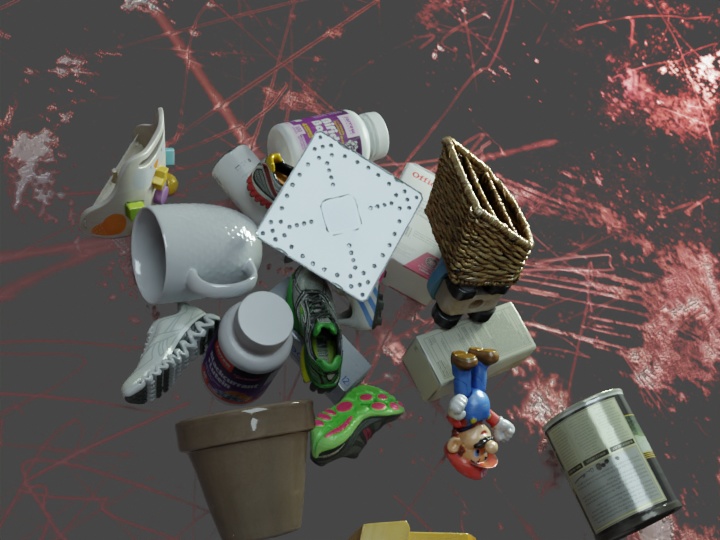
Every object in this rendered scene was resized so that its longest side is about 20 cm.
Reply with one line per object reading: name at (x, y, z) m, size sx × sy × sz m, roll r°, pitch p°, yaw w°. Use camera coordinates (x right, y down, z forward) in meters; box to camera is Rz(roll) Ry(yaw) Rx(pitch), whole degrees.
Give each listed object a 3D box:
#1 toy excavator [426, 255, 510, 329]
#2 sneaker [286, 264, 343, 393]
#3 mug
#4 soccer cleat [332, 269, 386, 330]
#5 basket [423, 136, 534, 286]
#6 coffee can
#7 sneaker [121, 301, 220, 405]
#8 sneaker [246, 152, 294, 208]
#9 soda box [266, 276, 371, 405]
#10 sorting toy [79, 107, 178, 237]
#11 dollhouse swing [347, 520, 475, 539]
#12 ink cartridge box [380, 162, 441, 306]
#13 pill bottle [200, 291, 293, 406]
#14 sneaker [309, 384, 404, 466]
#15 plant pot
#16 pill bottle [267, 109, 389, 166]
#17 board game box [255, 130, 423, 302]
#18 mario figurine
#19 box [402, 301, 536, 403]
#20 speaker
toy excavator at (0.183, -0.024, 1.686) m, size 0.191 × 0.100 × 0.202 m, roll -7°, pitch 57°, yaw -25°
sneaker at (-0.059, 0.077, 1.556) m, size 0.077 × 0.085 × 0.203 m, roll -5°, pitch 63°, yaw -20°
mug at (-0.235, -0.017, 1.574) m, size 0.173 × 0.150 × 0.200 m, roll -6°, pitch 32°, yaw -33°
soccer cleat at (0.000, 0.000, 1.654) m, size 0.085 × 0.070 × 0.204 m, roll 5°, pitch 104°, yaw -3°
basket at (0.197, -0.093, 1.596) m, size 0.140 × 0.151 × 0.201 m, roll 2°, pitch 39°, yaw -15°
coffee can at (0.393, 0.310, 1.622) m, size 0.144 × 0.147 × 0.202 m, roll -13°, pitch 66°, yaw -25°
sneaker at (-0.295, 0.123, 1.538) m, size 0.080 × 0.076 × 0.200 m, roll 33°, pitch 47°, yaw 11°
sneaker at (-0.085, -0.111, 1.639) m, size 0.198 × 0.082 × 0.078 m, roll 32°, pitch 43°, yaw -8°
soda box at (-0.077, 0.111, 1.620) m, size 0.200 × 0.064 × 0.068 m, roll 46°, pitch 59°, yaw 10°
sorting toy at (-0.345, -0.160, 1.611) m, size 0.106 × 0.181 × 0.202 m, roll 25°, pitch 56°, yaw -4°
dollhouse swing at (0.045, 0.442, 1.391) m, size 0.173 × 0.201 × 0.184 m, roll 19°, pitch 56°, yaw -8°
ink cartridge box at (0.100, -0.064, 1.771) m, size 0.145 × 0.083 × 0.202 m, roll 28°, pitch 57°, yaw -2°
pill bottle at (-0.162, 0.112, 1.504) m, size 0.110 × 0.200 × 0.113 m, roll 10°, pitch 59°, yaw -16°
sneaker at (-0.011, 0.237, 1.571) m, size 0.077 × 0.085 × 0.198 m, roll 38°, pitch 37°, yaw 29°
plant pot at (-0.149, 0.282, 1.440) m, size 0.197 × 0.200 × 0.178 m, roll -8°, pitch 81°, yaw -23°
pill bottle at (-0.053, -0.216, 1.788) m, size 0.197 × 0.113 × 0.113 m, roll -17°, pitch 68°, yaw -26°
board game box at (-0.032, -0.083, 1.592) m, size 0.198 × 0.026 × 0.202 m, roll 31°, pitch 74°, yaw -3°
mario figurine at (0.187, 0.226, 1.585) m, size 0.121 × 0.106 × 0.204 m, roll -2°, pitch 101°, yaw -6°
box at (0.178, 0.134, 1.688) m, size 0.197 × 0.078 × 0.096 m, roll -16°, pitch 67°, yaw -27°
speaker at (-0.157, -0.110, 1.709) m, size 0.081 × 0.081 × 0.200 m, roll -34°, pitch 76°, yaw -32°
